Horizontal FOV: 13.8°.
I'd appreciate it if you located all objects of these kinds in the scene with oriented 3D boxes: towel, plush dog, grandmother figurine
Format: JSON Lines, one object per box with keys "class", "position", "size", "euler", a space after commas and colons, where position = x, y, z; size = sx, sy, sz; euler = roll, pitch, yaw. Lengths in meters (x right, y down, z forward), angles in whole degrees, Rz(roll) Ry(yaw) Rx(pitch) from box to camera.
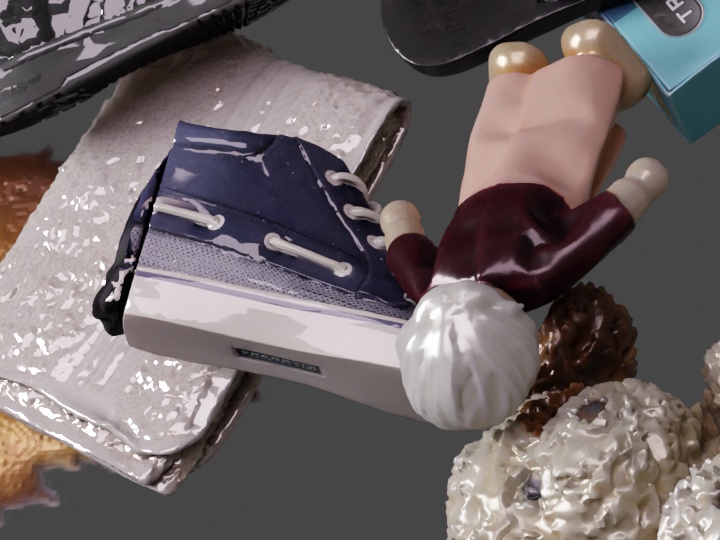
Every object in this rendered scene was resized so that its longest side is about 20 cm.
{"class": "towel", "position": [-0.080, -0.012, 1.265], "size": [0.132, 0.034, 0.200], "euler": [23, 74, 27]}
{"class": "plush dog", "position": [0.115, 0.087, 1.082], "size": [0.172, 0.161, 0.200], "euler": [3, 40, 20]}
{"class": "grandmother figurine", "position": [0.061, -0.016, 1.128], "size": [0.121, 0.061, 0.200], "euler": [-22, 29, 35]}

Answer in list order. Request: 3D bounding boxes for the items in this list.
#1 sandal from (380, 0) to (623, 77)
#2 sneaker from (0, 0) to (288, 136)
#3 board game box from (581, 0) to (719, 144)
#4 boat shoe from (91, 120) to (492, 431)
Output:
{"class": "sandal", "position": [0.097, -0.143, 1.204], "size": [0.200, 0.045, 0.075], "euler": [-28, 59, 5]}
{"class": "sneaker", "position": [-0.124, -0.128, 1.264], "size": [0.200, 0.060, 0.104], "euler": [-26, 86, -2]}
{"class": "board game box", "position": [0.171, -0.170, 1.246], "size": [0.200, 0.047, 0.151], "euler": [-36, 59, 0]}
{"class": "boat shoe", "position": [0.000, 0.000, 1.186], "size": [0.200, 0.075, 0.093], "euler": [14, 72, 2]}
